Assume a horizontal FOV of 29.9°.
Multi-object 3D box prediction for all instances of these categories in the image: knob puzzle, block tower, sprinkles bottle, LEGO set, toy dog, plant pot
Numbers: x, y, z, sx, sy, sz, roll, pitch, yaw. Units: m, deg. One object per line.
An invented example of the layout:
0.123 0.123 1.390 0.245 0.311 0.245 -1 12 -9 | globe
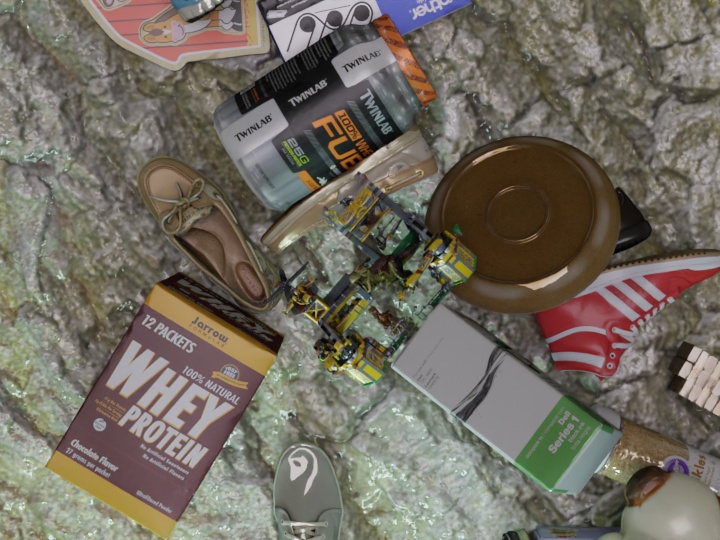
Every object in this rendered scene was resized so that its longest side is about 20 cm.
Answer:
-0.199 -0.305 1.385 0.219 0.030 0.220 0 94 0 | knob puzzle
0.415 0.146 1.406 0.200 0.058 0.054 30 93 0 | block tower
0.320 0.207 1.402 0.200 0.068 0.068 23 93 -2 | sprinkles bottle
0.000 0.000 1.301 0.200 0.154 0.116 -44 126 9 | LEGO set
0.282 0.289 1.308 0.139 0.194 0.200 20 59 11 | toy dog
0.159 -0.053 1.355 0.199 0.027 0.201 -6 64 13 | plant pot

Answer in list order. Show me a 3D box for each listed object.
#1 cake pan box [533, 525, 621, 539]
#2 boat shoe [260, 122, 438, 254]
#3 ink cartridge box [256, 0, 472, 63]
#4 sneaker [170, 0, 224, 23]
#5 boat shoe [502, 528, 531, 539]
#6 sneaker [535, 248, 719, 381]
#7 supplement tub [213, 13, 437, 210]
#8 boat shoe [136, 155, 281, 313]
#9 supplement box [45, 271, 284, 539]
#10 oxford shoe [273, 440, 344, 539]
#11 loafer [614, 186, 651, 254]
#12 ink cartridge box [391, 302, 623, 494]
0.280 0.366 1.421 0.199 0.052 0.185 2 96 -1 | cake pan box
-0.009 -0.069 1.379 0.200 0.074 0.069 -35 98 6 | boat shoe
0.003 -0.273 1.375 0.200 0.044 0.094 -24 103 1 | ink cartridge box
-0.123 -0.339 1.335 0.200 0.078 0.090 -47 107 -18 | sneaker
0.148 0.369 1.407 0.065 0.073 0.201 1 94 -6 | boat shoe
0.283 0.047 1.390 0.199 0.071 0.113 -14 90 8 | sneaker
-0.033 -0.158 1.321 0.200 0.123 0.123 -32 93 8 | supplement tub
-0.153 -0.038 1.385 0.073 0.063 0.200 -44 93 2 | boat shoe
-0.184 0.124 1.327 0.133 0.197 0.200 31 92 -2 | supplement box
-0.055 0.279 1.409 0.075 0.058 0.201 1 92 2 | oxford shoe
0.195 -0.031 1.391 0.199 0.073 0.072 -19 81 -2 | loafer
0.145 0.127 1.325 0.200 0.146 0.084 38 94 21 | ink cartridge box
